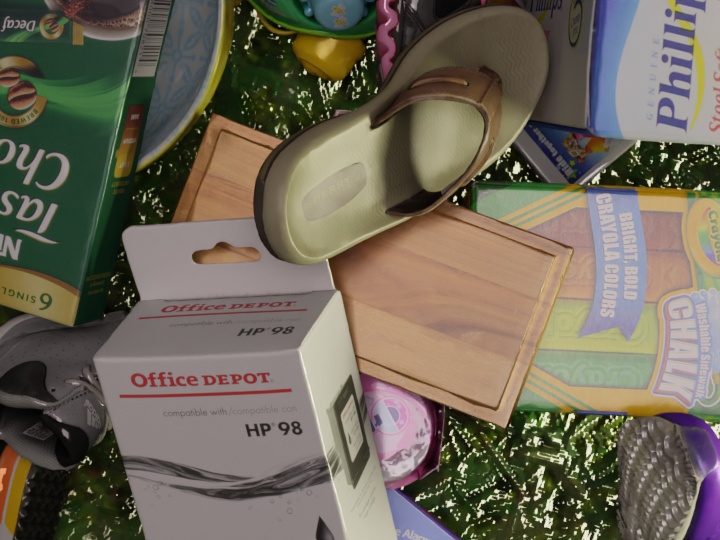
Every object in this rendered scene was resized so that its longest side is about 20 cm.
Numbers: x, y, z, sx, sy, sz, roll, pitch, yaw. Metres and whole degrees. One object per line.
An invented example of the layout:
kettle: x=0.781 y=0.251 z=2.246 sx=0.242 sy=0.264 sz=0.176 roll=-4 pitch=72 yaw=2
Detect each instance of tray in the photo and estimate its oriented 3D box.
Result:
tray: x=0.000 y=0.000 z=1.103 sx=0.199 sy=0.037 sz=0.099 roll=21 pitch=90 yaw=6

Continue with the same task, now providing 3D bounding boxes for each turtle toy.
turtle toy: x=-0.036 y=-0.208 z=1.196 sx=0.200 sy=0.101 sz=0.146 roll=35 pitch=88 yaw=2

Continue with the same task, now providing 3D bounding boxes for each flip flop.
flip flop: x=0.031 y=-0.065 z=1.044 sx=0.200 sy=0.057 sz=0.081 roll=-34 pitch=116 yaw=-36

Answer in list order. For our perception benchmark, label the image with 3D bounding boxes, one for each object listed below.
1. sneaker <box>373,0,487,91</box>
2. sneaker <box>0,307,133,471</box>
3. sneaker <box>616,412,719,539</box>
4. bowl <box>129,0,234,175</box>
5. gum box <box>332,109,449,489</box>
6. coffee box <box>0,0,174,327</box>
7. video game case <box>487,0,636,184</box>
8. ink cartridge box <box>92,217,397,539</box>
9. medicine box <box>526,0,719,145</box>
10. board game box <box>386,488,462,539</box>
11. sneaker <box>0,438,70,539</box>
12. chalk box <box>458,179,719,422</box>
sneaker: x=0.061 y=-0.171 z=1.116 sx=0.095 sy=0.079 sz=0.201 roll=13 pitch=84 yaw=-2
sneaker: x=-0.121 y=0.065 z=1.158 sx=0.199 sy=0.116 sz=0.075 roll=-11 pitch=115 yaw=14
sneaker: x=0.194 y=0.116 z=1.141 sx=0.099 sy=0.200 sz=0.070 roll=-17 pitch=66 yaw=-4
bowl: x=-0.152 y=-0.146 z=1.181 sx=0.199 sy=0.108 sz=0.201 roll=2 pitch=97 yaw=15
gum box: x=0.014 y=0.018 z=1.179 sx=0.066 sy=0.114 sz=0.201 roll=2 pitch=87 yaw=0
coffee box: x=-0.175 y=-0.081 z=1.116 sx=0.123 sy=0.044 sz=0.201 roll=17 pitch=100 yaw=12
video game case: x=0.147 y=-0.157 z=1.236 sx=0.200 sy=0.018 sz=0.143 roll=-40 pitch=88 yaw=-2
ink cartridge box: x=-0.061 y=0.078 z=1.080 sx=0.115 sy=0.067 sz=0.201 roll=-4 pitch=116 yaw=21
medicine box: x=0.200 y=-0.118 z=1.132 sx=0.199 sy=0.182 sz=0.103 roll=3 pitch=95 yaw=-7
board game box: x=0.049 y=0.232 z=1.203 sx=0.200 sy=0.045 sz=0.135 roll=40 pitch=88 yaw=2
sneaker: x=-0.236 y=0.177 z=1.202 sx=0.090 sy=0.070 sz=0.201 roll=19 pitch=87 yaw=16
chalk box: x=0.154 y=0.020 z=1.174 sx=0.199 sy=0.124 sz=0.125 roll=2 pitch=87 yaw=1
